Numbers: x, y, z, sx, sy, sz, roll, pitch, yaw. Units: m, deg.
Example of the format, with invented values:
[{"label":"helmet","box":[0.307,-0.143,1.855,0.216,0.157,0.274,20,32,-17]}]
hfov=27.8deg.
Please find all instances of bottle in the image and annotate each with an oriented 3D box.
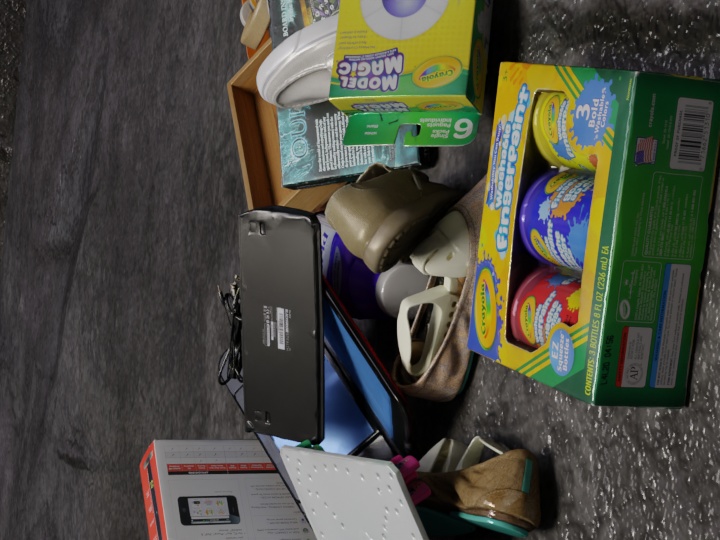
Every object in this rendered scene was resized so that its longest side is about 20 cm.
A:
[{"label":"bottle","box":[0.000,0.000,1.272,0.200,0.065,0.084,-153,63,-64]}]

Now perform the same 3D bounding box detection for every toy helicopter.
[{"label":"toy helicopter","box":[-0.086,-0.301,1.480,0.133,0.078,0.201,120,167,-49]}]

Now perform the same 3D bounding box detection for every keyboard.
[{"label":"keyboard","box":[-0.068,0.040,1.199,0.103,0.040,0.202,10,110,26]}]

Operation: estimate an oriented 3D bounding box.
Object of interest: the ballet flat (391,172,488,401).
[{"label":"ballet flat","box":[0.067,0.014,1.114,0.068,0.067,0.202,-130,48,-57]}]

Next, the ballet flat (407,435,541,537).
[{"label":"ballet flat","box":[0.076,0.161,1.094,0.200,0.067,0.073,-23,46,64]}]

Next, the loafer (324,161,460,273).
[{"label":"loafer","box":[0.025,-0.049,1.118,0.076,0.067,0.200,-50,-5,10]}]

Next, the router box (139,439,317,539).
[{"label":"router box","box":[-0.082,0.237,1.266,0.049,0.198,0.181,123,143,-47]}]

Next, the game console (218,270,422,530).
[{"label":"game console","box":[-0.045,0.097,1.218,0.172,0.118,0.201,-42,63,16]}]

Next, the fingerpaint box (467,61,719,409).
[{"label":"fingerpaint box","box":[0.145,-0.029,0.933,0.167,0.073,0.202,-156,71,-65]}]

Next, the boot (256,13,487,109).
[{"label":"boot","box":[0.007,-0.157,1.176,0.199,0.073,0.096,-24,63,23]}]

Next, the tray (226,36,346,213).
[{"label":"tray","box":[-0.072,-0.132,1.368,0.099,0.037,0.201,-41,43,31]}]

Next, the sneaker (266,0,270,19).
[{"label":"sneaker","box":[-0.024,-0.284,1.315,0.112,0.077,0.202,-31,51,48]}]

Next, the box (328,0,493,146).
[{"label":"box","box":[0.041,-0.194,1.116,0.116,0.048,0.202,1,79,22]}]

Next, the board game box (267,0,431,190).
[{"label":"board game box","box":[-0.012,-0.178,1.252,0.134,0.028,0.202,-7,83,25]}]

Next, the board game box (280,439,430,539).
[{"label":"board game box","box":[0.024,0.227,1.123,0.200,0.026,0.201,-5,110,63]}]

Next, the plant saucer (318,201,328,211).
[{"label":"plant saucer","box":[-0.039,-0.155,1.426,0.200,0.032,0.202,-176,90,-67]}]
